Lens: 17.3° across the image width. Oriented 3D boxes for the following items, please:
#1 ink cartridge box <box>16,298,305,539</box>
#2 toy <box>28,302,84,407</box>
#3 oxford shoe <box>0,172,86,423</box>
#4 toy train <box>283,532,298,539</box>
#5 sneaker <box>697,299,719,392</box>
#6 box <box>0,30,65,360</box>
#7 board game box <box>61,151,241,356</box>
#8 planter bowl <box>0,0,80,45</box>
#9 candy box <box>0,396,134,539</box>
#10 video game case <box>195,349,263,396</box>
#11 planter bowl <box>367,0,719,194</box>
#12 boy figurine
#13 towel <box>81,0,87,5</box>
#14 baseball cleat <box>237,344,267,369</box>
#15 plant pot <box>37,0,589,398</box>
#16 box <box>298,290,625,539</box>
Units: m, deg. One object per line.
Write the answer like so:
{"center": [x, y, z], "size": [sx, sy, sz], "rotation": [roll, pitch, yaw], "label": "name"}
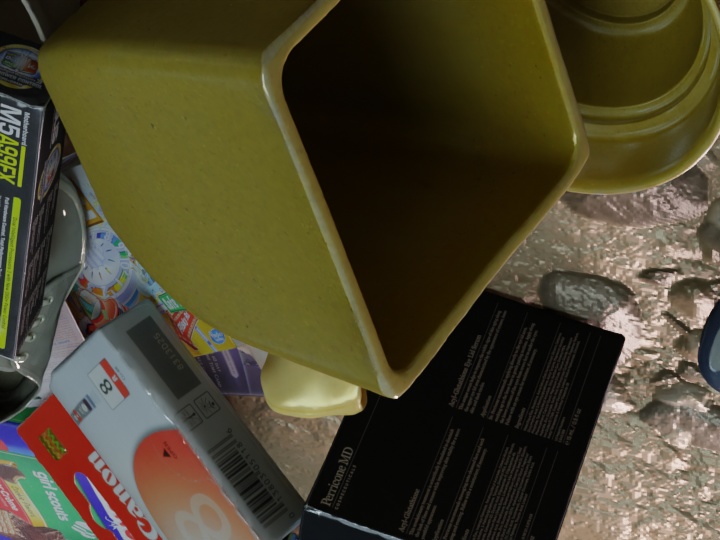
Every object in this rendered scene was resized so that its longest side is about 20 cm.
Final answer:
{"center": [-0.137, 0.127, 1.428], "size": [0.162, 0.050, 0.200], "rotation": [52, 136, 3], "label": "ink cartridge box"}
{"center": [-0.233, 0.011, 1.450], "size": [0.114, 0.047, 0.200], "rotation": [-6, 141, 13], "label": "toy"}
{"center": [-0.203, 0.019, 1.381], "size": [0.075, 0.058, 0.201], "rotation": [11, 133, -12], "label": "oxford shoe"}
{"center": [-0.036, 0.244, 1.632], "size": [0.199, 0.115, 0.087], "rotation": [10, 145, 17], "label": "toy train"}
{"center": [0.248, 0.030, 1.312], "size": [0.070, 0.082, 0.200], "rotation": [33, 137, -10], "label": "sneaker"}
{"center": [-0.240, -0.055, 1.251], "size": [0.159, 0.044, 0.201], "rotation": [19, 137, 4], "label": "box"}
{"center": [-0.144, -0.007, 1.413], "size": [0.135, 0.034, 0.200], "rotation": [55, 152, -11], "label": "board game box"}
{"center": [-0.233, -0.166, 1.267], "size": [0.199, 0.135, 0.201], "rotation": [12, 137, 11], "label": "planter bowl"}
{"center": [-0.187, 0.128, 1.600], "size": [0.199, 0.077, 0.170], "rotation": [8, 143, 18], "label": "candy box"}
{"center": [-0.090, 0.025, 1.511], "size": [0.199, 0.019, 0.143], "rotation": [0, 132, 24], "label": "video game case"}
{"center": [0.108, -0.142, 1.196], "size": [0.199, 0.084, 0.201], "rotation": [20, 138, 19], "label": "planter bowl"}
{"center": [0.000, 0.000, 1.312], "size": [0.064, 0.200, 0.125], "rotation": [8, 132, 18], "label": "boy figurine"}
{"center": [-0.162, -0.185, 1.334], "size": [0.143, 0.023, 0.200], "rotation": [-9, 128, 31], "label": "towel"}
{"center": [-0.058, -0.027, 1.405], "size": [0.106, 0.070, 0.201], "rotation": [-24, 109, 24], "label": "baseball cleat"}
{"center": [-0.038, -0.085, 1.155], "size": [0.199, 0.196, 0.195], "rotation": [10, 135, 38], "label": "plant pot"}
{"center": [0.059, 0.108, 1.390], "size": [0.140, 0.200, 0.079], "rotation": [20, 138, 6], "label": "box"}
